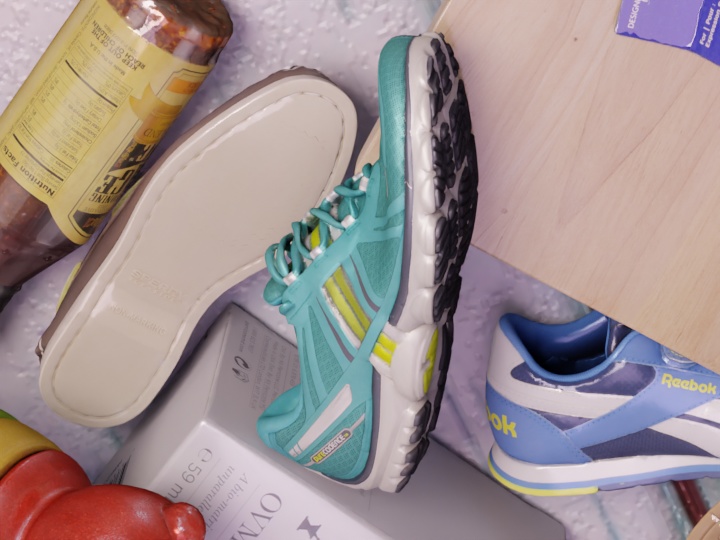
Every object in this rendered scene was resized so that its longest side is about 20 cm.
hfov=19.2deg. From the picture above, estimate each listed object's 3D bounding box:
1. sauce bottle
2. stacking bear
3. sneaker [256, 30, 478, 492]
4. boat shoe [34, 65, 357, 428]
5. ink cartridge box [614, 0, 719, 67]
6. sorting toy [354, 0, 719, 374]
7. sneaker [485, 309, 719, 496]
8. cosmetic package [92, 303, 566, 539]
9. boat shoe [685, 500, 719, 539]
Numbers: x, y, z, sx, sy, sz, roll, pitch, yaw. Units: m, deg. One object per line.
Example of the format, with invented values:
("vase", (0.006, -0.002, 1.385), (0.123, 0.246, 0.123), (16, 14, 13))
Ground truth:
("sauce bottle", (-0.133, -0.047, 0.931), (0.066, 0.066, 0.200), (34, 114, -11))
("stacking bear", (-0.154, 0.110, 0.874), (0.199, 0.114, 0.122), (13, 73, 26))
("sneaker", (0.000, 0.000, 0.845), (0.079, 0.078, 0.201), (14, 116, 8))
("boat shoe", (-0.075, -0.018, 0.938), (0.072, 0.060, 0.200), (30, 114, -22))
("ink cartridge box", (0.207, -0.112, 0.824), (0.199, 0.037, 0.095), (13, 107, -2))
("sorting toy", (0.129, -0.086, 0.886), (0.198, 0.070, 0.201), (27, 106, -8))
("sneaker", (0.149, 0.045, 0.947), (0.199, 0.074, 0.083), (-10, 111, 7))
("cosmetic package", (-0.039, 0.164, 0.985), (0.200, 0.123, 0.200), (33, 112, -12))
("boat shoe", (0.178, 0.154, 0.997), (0.072, 0.065, 0.201), (32, 115, 10))
